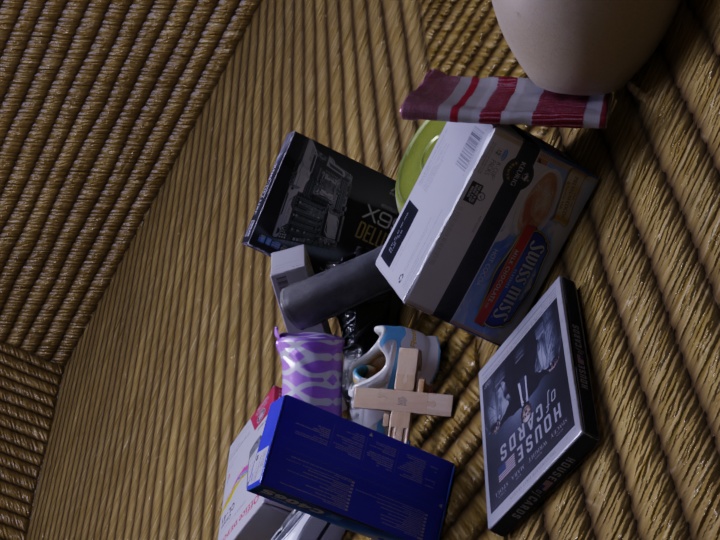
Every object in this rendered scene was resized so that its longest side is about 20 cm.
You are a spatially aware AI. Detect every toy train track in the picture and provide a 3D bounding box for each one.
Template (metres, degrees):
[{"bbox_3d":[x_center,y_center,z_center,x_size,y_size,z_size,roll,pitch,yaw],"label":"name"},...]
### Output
[{"bbox_3d":[0.045,0.186,1.449,0.032,0.113,0.203,34,-118,-64],"label":"toy train track"}]

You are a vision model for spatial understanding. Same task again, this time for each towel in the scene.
[{"bbox_3d":[0.148,-0.170,1.330,0.144,0.197,0.023,-58,-30,-65],"label":"towel"}]

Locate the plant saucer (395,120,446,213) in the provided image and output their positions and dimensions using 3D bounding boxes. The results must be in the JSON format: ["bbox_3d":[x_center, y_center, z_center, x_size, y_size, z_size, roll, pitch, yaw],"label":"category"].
[{"bbox_3d":[0.102,-0.140,1.669,0.200,0.031,0.202,-41,34,36],"label":"plant saucer"}]

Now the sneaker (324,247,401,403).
[{"bbox_3d":[-0.012,0.061,1.665,0.076,0.113,0.202,-16,54,54],"label":"sneaker"}]

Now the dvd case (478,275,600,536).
[{"bbox_3d":[0.160,0.123,1.240,0.151,0.024,0.201,-54,21,35],"label":"dvd case"}]

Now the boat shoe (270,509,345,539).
[{"bbox_3d":[-0.079,0.344,1.605,0.201,0.072,0.071,-51,13,13],"label":"boat shoe"}]

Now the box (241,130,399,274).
[{"bbox_3d":[-0.034,-0.067,1.753,0.159,0.198,0.050,-66,15,-6],"label":"box"}]

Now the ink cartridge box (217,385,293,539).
[{"bbox_3d":[-0.116,0.276,1.747,0.148,0.085,0.201,-53,21,35],"label":"ink cartridge box"}]

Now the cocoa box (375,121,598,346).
[{"bbox_3d":[0.126,-0.049,1.376,0.202,0.130,0.134,-62,20,11],"label":"cocoa box"}]

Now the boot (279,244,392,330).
[{"bbox_3d":[0.000,0.002,1.534,0.182,0.197,0.074,61,-165,-71],"label":"boot"}]

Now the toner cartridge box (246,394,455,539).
[{"bbox_3d":[-0.007,0.205,1.334,0.043,0.198,0.096,-33,36,60],"label":"toner cartridge box"}]

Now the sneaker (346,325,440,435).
[{"bbox_3d":[0.016,0.148,1.533,0.077,0.080,0.202,-106,39,-62],"label":"sneaker"}]

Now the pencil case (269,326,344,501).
[{"bbox_3d":[-0.063,0.168,1.546,0.084,0.084,0.203,137,136,-87],"label":"pencil case"}]

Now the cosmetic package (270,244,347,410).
[{"bbox_3d":[-0.064,0.077,1.699,0.083,0.050,0.202,-104,-2,-70],"label":"cosmetic package"}]

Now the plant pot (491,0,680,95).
[{"bbox_3d":[0.219,-0.250,1.318,0.201,0.197,0.136,-111,19,-65],"label":"plant pot"}]
